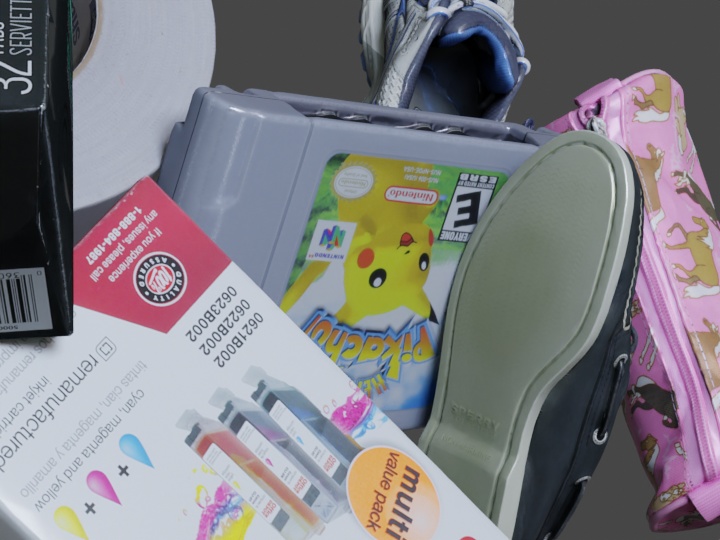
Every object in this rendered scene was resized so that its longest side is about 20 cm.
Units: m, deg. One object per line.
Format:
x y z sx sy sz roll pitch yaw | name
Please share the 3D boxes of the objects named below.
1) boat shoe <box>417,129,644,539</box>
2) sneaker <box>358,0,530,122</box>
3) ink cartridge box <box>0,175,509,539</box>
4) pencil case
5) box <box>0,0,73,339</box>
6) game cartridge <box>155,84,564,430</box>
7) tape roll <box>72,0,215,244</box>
0.077 0.040 1.116 0.066 0.074 0.200 2 107 -47 | boat shoe
0.043 -0.092 1.210 0.077 0.085 0.201 26 53 -18 | sneaker
-0.074 0.104 0.990 0.200 0.145 0.145 45 50 -5 | ink cartridge box
0.134 0.016 1.212 0.086 0.083 0.201 -5 69 -36 | pencil case
-0.170 -0.089 0.919 0.148 0.125 0.201 -3 54 -4 | box
0.000 0.000 1.108 0.199 0.134 0.040 4 25 -38 | game cartridge
-0.160 -0.093 1.081 0.199 0.066 0.201 13 56 -20 | tape roll
